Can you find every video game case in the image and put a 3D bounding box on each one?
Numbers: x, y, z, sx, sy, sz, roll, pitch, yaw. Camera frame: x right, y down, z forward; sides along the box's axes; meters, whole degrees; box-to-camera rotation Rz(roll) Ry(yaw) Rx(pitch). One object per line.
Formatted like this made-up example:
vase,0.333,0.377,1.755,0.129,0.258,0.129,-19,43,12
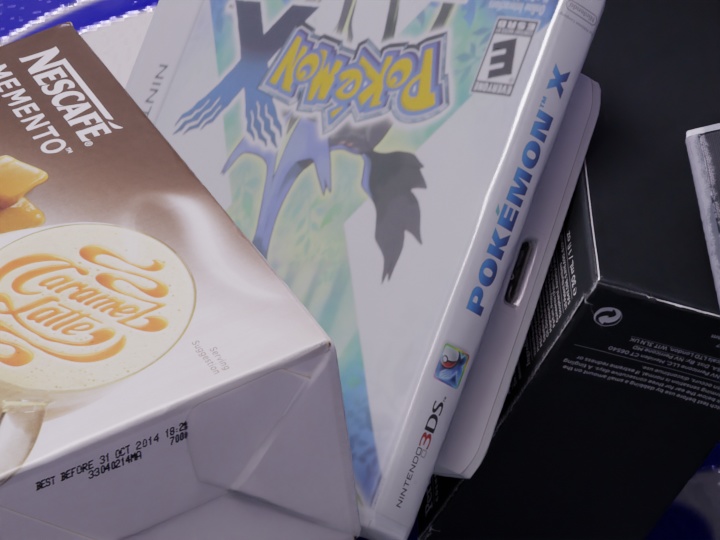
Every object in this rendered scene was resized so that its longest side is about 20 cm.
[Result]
video game case,-0.025,-0.017,0.933,0.199,0.022,0.183,11,77,48

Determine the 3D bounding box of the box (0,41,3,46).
box,-0.202,0.010,1.025,0.199,0.158,0.050,-28,48,-15

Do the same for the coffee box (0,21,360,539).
coffee box,-0.095,0.018,0.872,0.114,0.080,0.200,-21,39,-16

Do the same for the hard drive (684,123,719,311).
hard drive,0.180,0.042,0.891,0.042,0.200,0.135,-33,39,26

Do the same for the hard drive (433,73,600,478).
hard drive,0.000,0.000,0.972,0.200,0.027,0.133,0,68,61

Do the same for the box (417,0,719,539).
box,0.075,-0.016,0.992,0.078,0.141,0.201,16,44,-19
